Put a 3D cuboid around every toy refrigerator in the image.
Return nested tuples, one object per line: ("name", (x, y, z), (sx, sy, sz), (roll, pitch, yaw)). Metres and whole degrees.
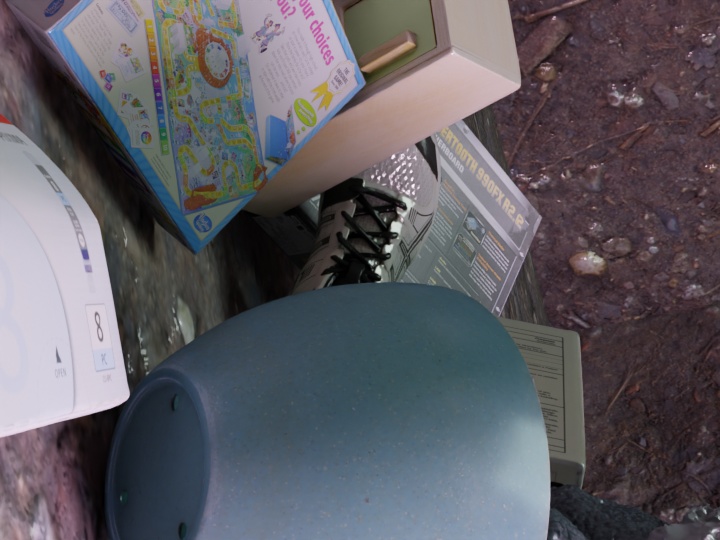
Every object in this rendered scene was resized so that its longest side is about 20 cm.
("toy refrigerator", (-0.010, -0.107, 0.988), (0.070, 0.199, 0.076), (18, 57, -45))

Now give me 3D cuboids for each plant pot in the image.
("plant pot", (-0.032, 0.096, 0.754), (0.134, 0.200, 0.201), (11, 61, -35))

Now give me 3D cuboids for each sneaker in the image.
("sneaker", (0.000, 0.000, 1.038), (0.088, 0.075, 0.201), (-100, -151, -73))

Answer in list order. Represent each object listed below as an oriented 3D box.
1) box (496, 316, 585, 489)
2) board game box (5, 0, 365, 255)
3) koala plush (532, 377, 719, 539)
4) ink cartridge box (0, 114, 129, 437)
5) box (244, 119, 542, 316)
("box", (0.062, 0.109, 1.025), (0.200, 0.127, 0.110), (-71, 171, -70))
("board game box", (-0.076, -0.110, 0.839), (0.034, 0.134, 0.200), (38, -13, 30))
("koala plush", (0.093, 0.164, 0.856), (0.178, 0.199, 0.184), (-57, -143, 34))
("ink cartridge box", (-0.141, -0.041, 0.613), (0.160, 0.047, 0.201), (-1, 82, -80))
("box", (0.028, -0.039, 1.165), (0.200, 0.048, 0.159), (47, 53, -31))
